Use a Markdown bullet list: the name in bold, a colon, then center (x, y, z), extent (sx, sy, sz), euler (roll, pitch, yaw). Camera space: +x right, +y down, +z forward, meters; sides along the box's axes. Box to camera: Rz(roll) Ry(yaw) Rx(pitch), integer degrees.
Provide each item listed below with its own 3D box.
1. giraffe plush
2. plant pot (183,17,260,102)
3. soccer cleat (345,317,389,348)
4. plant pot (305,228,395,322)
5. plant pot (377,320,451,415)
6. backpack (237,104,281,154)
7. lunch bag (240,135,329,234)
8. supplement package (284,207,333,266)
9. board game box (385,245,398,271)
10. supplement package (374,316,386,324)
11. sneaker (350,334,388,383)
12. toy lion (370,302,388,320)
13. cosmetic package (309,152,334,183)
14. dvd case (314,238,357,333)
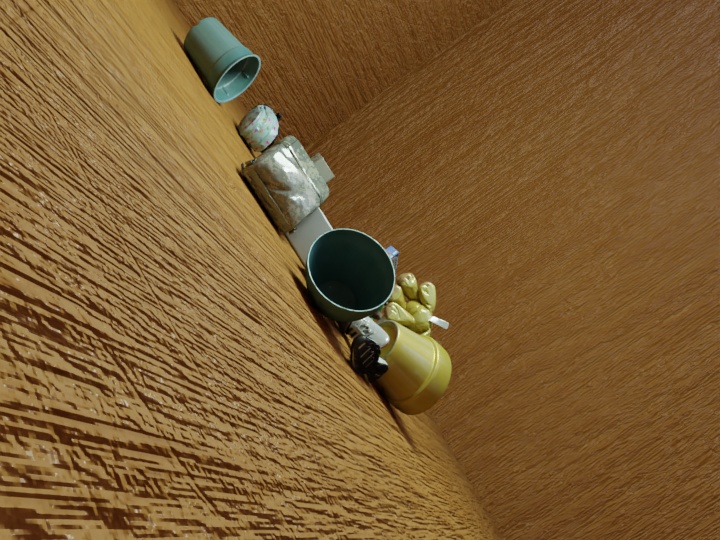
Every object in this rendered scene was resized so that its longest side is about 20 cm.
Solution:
- **giraffe plush**: center (0.149, 0.130, 1.732), extent (0.199, 0.173, 0.163), euler (40, -22, 7)
- **plant pot**: center (-0.460, -0.696, 1.952), extent (0.197, 0.199, 0.200), euler (49, 1, 4)
- **soccer cleat**: center (0.003, 0.140, 1.486), extent (0.199, 0.068, 0.087), euler (26, -38, 58)
- **plant pot**: center (-0.037, 0.031, 1.312), extent (0.203, 0.196, 0.136), euler (57, -33, 19)
- **plant pot**: center (0.104, 0.235, 1.535), extent (0.188, 0.201, 0.202), euler (41, 9, -29)
- **backpack**: center (-0.361, -0.500, 2.121), extent (0.125, 0.168, 0.201), euler (33, 16, -29)
- **lunch bag**: center (-0.192, -0.209, 1.478), extent (0.203, 0.137, 0.169), euler (58, 31, -17)
- **supplement package**: center (-0.106, -0.054, 1.621), extent (0.203, 0.115, 0.117), euler (58, 1, -6)
- **board game box**: center (0.042, 0.042, 1.668), extent (0.034, 0.134, 0.203), euler (37, -32, 25)
- **supplement package**: center (0.063, 0.217, 1.799), extent (0.111, 0.112, 0.200), euler (56, 2, 8)
- **sneaker**: center (0.006, 0.191, 1.354), extent (0.080, 0.073, 0.201), euler (47, -10, 27)
- **toy lion**: center (-0.019, 0.088, 1.833), extent (0.188, 0.070, 0.200), euler (29, -21, -2)
- **cosmetic package**: center (-0.182, -0.264, 1.818), extent (0.074, 0.198, 0.104), euler (55, 2, -22)
- **dvd case**: center (-0.072, 0.040, 1.469), extent (0.203, 0.016, 0.149), euler (59, -27, 17)
